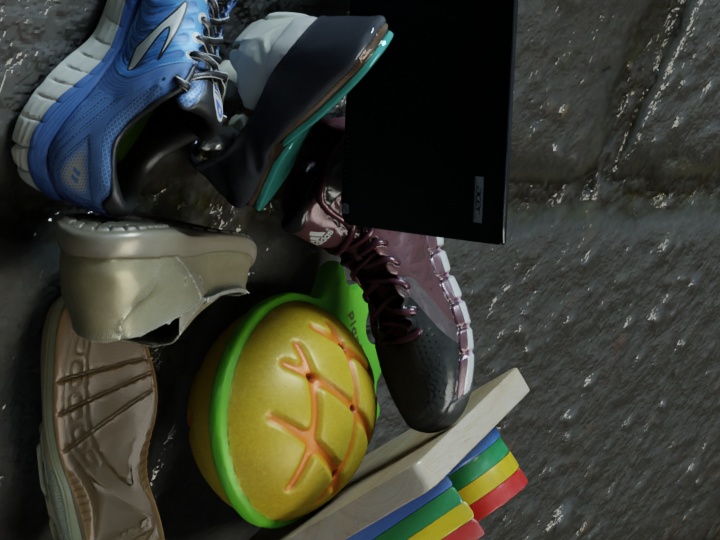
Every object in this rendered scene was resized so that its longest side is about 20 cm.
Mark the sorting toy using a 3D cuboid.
[{"bbox_3d":[0.012,0.163,1.633,0.198,0.070,0.200,-33,-179,26],"label":"sorting toy"}]

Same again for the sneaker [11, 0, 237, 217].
[{"bbox_3d":[-0.092,-0.112,1.345,0.201,0.089,0.079,-58,152,-1],"label":"sneaker"}]

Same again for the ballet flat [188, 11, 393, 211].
[{"bbox_3d":[-0.048,-0.094,1.394,0.073,0.073,0.200,-40,176,-30],"label":"ballet flat"}]

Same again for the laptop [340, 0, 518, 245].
[{"bbox_3d":[0.045,-0.112,1.421,0.200,0.102,0.179,-28,121,-79],"label":"laptop"}]

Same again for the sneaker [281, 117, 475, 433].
[{"bbox_3d":[0.000,0.000,1.559,0.115,0.075,0.202,2,74,-45],"label":"sneaker"}]

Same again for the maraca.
[{"bbox_3d":[-0.037,0.076,1.595,0.200,0.106,0.138,-43,128,-52],"label":"maraca"}]

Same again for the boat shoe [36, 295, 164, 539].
[{"bbox_3d":[-0.157,0.099,1.474,0.072,0.065,0.201,-23,118,-34],"label":"boat shoe"}]

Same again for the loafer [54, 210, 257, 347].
[{"bbox_3d":[-0.116,0.006,1.403,0.200,0.075,0.069,3,98,-70],"label":"loafer"}]
